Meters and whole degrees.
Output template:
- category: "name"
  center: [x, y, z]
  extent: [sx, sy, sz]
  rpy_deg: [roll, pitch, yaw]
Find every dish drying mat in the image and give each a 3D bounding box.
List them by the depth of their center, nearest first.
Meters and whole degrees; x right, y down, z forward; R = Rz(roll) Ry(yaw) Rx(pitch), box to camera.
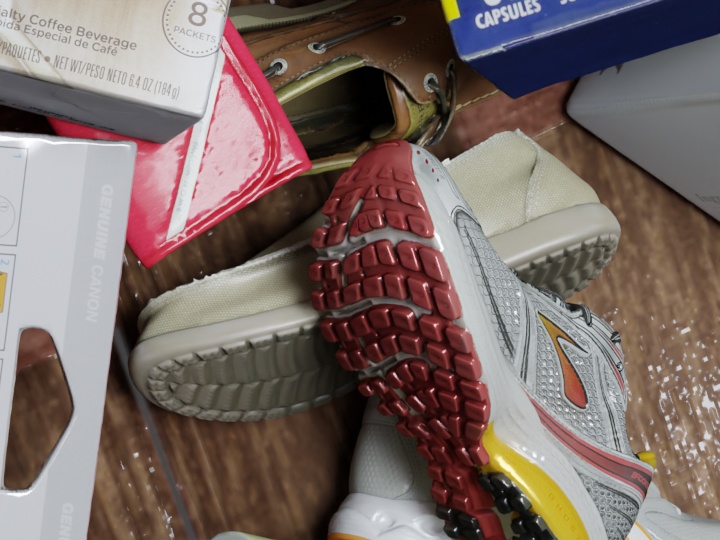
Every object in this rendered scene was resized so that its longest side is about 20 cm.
- category: "dish drying mat"
  center: [-0.097, -0.104, 0.924]
  extent: [0.077, 0.018, 0.200]
  rpy_deg: [-32, 94, -13]

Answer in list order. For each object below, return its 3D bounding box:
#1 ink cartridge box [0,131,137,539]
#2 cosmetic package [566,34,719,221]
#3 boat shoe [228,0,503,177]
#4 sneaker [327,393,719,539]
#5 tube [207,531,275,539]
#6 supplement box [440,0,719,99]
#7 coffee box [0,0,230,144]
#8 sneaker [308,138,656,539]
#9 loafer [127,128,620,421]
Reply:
- category: "ink cartridge box"
  center: [-0.177, 0.042, 0.903]
  extent: [0.176, 0.045, 0.200]
  rpy_deg: [3, 101, -28]
- category: "cosmetic package"
  center: [0.229, -0.086, 1.070]
  extent: [0.200, 0.165, 0.165]
  rpy_deg: [33, 77, -24]
- category: "boat shoe"
  center: [0.010, -0.070, 0.996]
  extent: [0.200, 0.068, 0.072]
  rpy_deg: [-18, 134, -12]
- category: "sneaker"
  center: [0.086, 0.086, 1.059]
  extent: [0.200, 0.076, 0.092]
  rpy_deg: [13, 82, -28]
- category: "tube"
  center: [0.018, 0.142, 1.004]
  extent: [0.200, 0.058, 0.052]
  rpy_deg: [20, 72, -44]
- category: "supplement box"
  center: [0.068, -0.176, 0.924]
  extent: [0.109, 0.110, 0.200]
  rpy_deg: [-17, 83, 11]
- category: "coffee box"
  center: [-0.091, -0.155, 0.879]
  extent: [0.114, 0.080, 0.200]
  rpy_deg: [13, 83, -13]
- category: "sneaker"
  center: [0.048, 0.031, 0.966]
  extent: [0.082, 0.078, 0.200]
  rpy_deg: [-48, 127, -29]
- category: "loafer"
  center: [0.000, 0.000, 1.015]
  extent: [0.200, 0.076, 0.068]
  rpy_deg: [-17, 62, -16]
